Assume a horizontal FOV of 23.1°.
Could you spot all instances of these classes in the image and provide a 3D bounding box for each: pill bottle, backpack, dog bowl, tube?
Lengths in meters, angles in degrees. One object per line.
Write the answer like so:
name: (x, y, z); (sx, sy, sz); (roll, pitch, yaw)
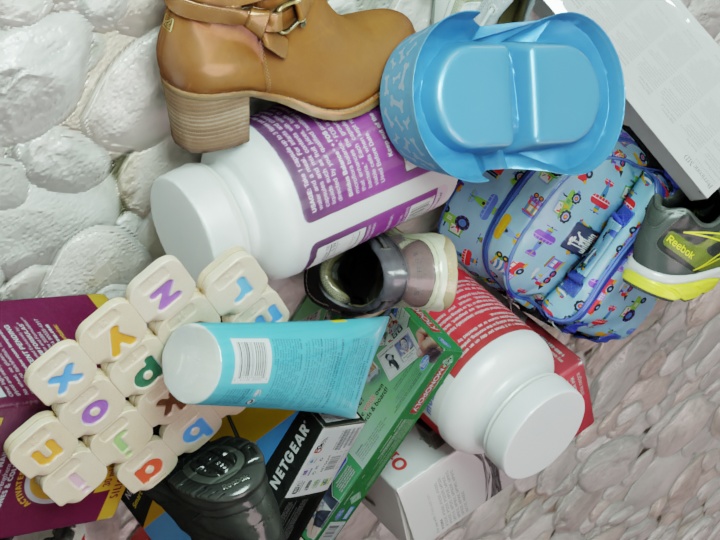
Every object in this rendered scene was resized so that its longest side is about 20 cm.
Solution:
pill bottle: (0.080, 0.072, 1.397); (0.112, 0.200, 0.113); (-28, 140, -26)
pill bottle: (-0.039, -0.061, 1.203); (0.199, 0.112, 0.113); (-25, 143, -28)
backpack: (0.168, -0.044, 1.435); (0.183, 0.135, 0.200); (-52, 144, 11)
dog bowl: (0.096, -0.117, 1.193); (0.199, 0.049, 0.112); (-6, 95, -39)
tube: (-0.048, 0.064, 1.178); (0.200, 0.050, 0.078); (6, 110, -54)

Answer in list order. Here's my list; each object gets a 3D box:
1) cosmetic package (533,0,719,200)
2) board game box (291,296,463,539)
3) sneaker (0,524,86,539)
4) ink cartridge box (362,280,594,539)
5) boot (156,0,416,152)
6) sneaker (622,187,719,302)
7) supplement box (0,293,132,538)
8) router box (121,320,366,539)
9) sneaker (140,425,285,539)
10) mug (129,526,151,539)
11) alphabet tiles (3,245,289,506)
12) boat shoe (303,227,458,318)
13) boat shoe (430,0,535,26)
cosmetic package: (0.218, -0.154, 1.312); (0.082, 0.200, 0.051); (-40, -176, -6)
board game box: (-0.019, 0.098, 1.384); (0.029, 0.135, 0.201); (8, 122, -50)
sneaker: (-0.288, 0.256, 1.326); (0.199, 0.077, 0.085); (-34, 153, -14)
ink cartridge box: (0.075, 0.119, 1.495); (0.199, 0.147, 0.083); (-33, 135, -18)
boot: (-0.042, -0.172, 1.123); (0.199, 0.077, 0.156); (-19, 136, -23)
sneaker: (0.293, -0.036, 1.393); (0.199, 0.074, 0.085); (-20, 130, -38)
supplement box: (-0.244, 0.100, 1.166); (0.199, 0.103, 0.131); (-5, 132, -44)
router box: (-0.095, 0.144, 1.338); (0.051, 0.149, 0.201); (-3, 129, -47)
sneaker: (-0.123, 0.159, 1.277); (0.076, 0.200, 0.091); (-35, 118, -21)
mug: (-0.091, 0.276, 1.446); (0.133, 0.200, 0.178); (-17, 140, -34)
alphabet tiles: (-0.136, 0.070, 1.141); (0.200, 0.015, 0.196); (-41, 148, -7)
boat shoe: (0.000, 0.000, 1.282); (0.064, 0.200, 0.072); (5, 90, -27)
boat shoe: (0.085, -0.149, 1.283); (0.074, 0.065, 0.203); (-20, 140, -33)
